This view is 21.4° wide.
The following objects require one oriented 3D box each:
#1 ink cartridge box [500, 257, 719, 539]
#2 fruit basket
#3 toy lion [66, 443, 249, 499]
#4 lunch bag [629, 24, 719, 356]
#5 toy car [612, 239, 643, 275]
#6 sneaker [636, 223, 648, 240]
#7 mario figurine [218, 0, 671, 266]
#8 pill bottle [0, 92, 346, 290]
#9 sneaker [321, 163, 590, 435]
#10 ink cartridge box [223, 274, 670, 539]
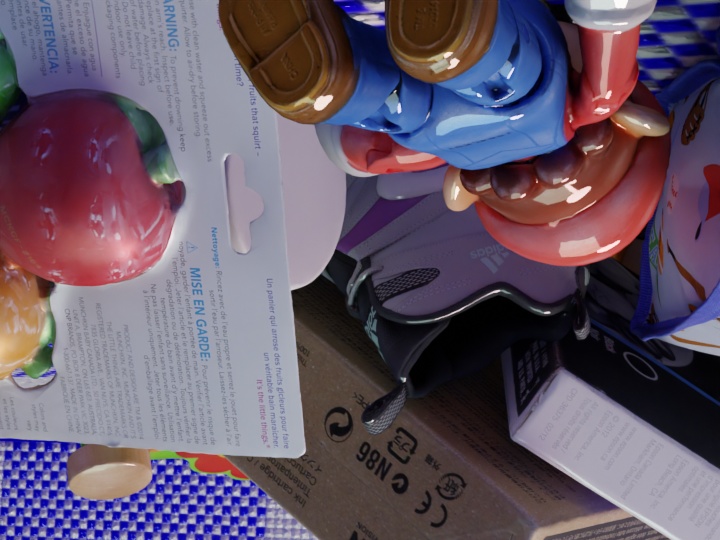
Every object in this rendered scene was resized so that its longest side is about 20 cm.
[{"bbox_3d":[0.149,0.069,0.843,0.199,0.043,0.198,35,-162,-12],"label":"ink cartridge box"},{"bbox_3d":[-0.118,-0.026,0.641,0.198,0.187,0.094,0,-153,10],"label":"fruit basket"},{"bbox_3d":[-0.059,0.056,1.003,0.190,0.069,0.201,-3,149,-13],"label":"toy lion"},{"bbox_3d":[0.193,-0.023,0.663,0.168,0.125,0.200,4,178,1],"label":"lunch bag"},{"bbox_3d":[0.160,0.045,1.002,0.183,0.178,0.200,10,165,41],"label":"toy car"},{"bbox_3d":[0.175,-0.009,0.862,0.076,0.085,0.199,-4,169,34],"label":"sneaker"},{"bbox_3d":[0.034,-0.071,0.588,0.123,0.107,0.200,23,180,27],"label":"mario figurine"},{"bbox_3d":[-0.109,-0.030,0.742,0.198,0.112,0.110,-3,169,31],"label":"pill bottle"},{"bbox_3d":[0.000,0.000,0.769,0.198,0.141,0.078,-4,154,21],"label":"sneaker"},{"bbox_3d":[0.030,0.073,0.845,0.200,0.076,0.164,38,-161,29],"label":"ink cartridge box"}]
